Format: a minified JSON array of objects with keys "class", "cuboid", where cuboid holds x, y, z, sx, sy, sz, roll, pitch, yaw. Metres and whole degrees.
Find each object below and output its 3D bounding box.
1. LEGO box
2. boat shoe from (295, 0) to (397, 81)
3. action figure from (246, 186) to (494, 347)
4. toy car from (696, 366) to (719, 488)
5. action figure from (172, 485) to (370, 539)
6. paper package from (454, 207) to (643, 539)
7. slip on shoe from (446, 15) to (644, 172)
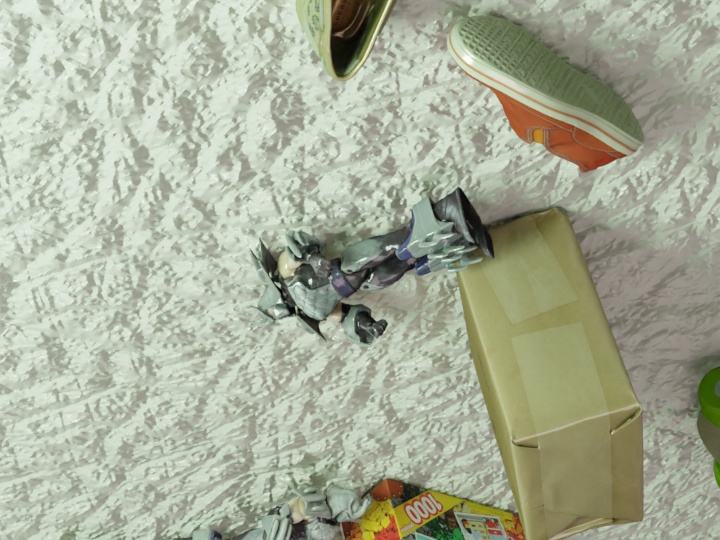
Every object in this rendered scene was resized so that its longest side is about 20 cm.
[{"class":"LEGO box","cuboid":[0.090,0.301,1.582,0.199,0.149,0.077,20,129,-36]},{"class":"boat shoe","cuboid":[0.011,-0.211,1.021,0.073,0.063,0.200,-1,138,-17]},{"class":"action figure","cuboid":[0.000,0.000,1.264,0.199,0.070,0.130,-24,145,14]},{"class":"toy car","cuboid":[0.436,0.130,1.547,0.200,0.158,0.165,-41,141,-14]},{"class":"action figure","cuboid":[-0.075,0.253,1.518,0.199,0.070,0.130,-28,146,20]},{"class":"paper package","cuboid":[0.153,0.091,1.319,0.103,0.201,0.191,-15,142,0]},{"class":"slip on shoe","cuboid":[0.127,-0.120,1.166,0.061,0.074,0.200,-36,142,27]}]
